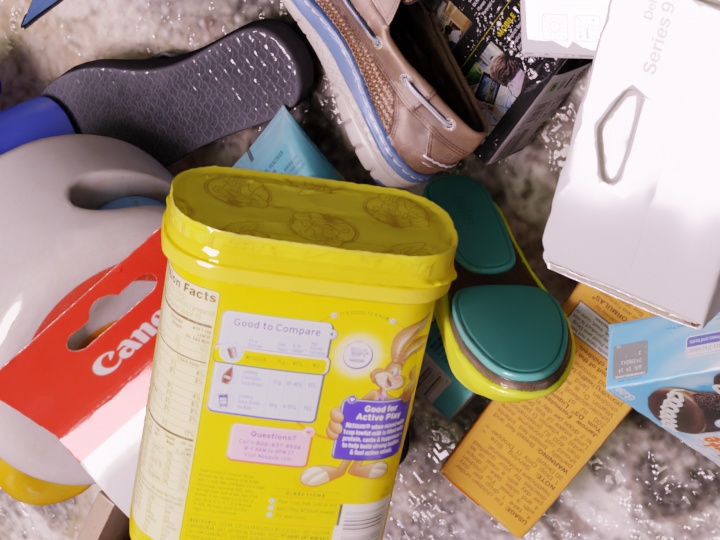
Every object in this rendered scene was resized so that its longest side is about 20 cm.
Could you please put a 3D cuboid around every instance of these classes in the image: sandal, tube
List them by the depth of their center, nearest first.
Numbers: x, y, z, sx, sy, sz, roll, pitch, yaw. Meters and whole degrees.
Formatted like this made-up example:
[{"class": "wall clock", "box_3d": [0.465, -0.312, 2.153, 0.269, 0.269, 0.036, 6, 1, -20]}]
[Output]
[{"class": "tube", "box_3d": [0.000, 0.000, 1.064, 0.200, 0.050, 0.077, 45, 110, 6]}, {"class": "sandal", "box_3d": [-0.111, -0.105, 1.117, 0.199, 0.043, 0.076, -9, 111, 30]}]

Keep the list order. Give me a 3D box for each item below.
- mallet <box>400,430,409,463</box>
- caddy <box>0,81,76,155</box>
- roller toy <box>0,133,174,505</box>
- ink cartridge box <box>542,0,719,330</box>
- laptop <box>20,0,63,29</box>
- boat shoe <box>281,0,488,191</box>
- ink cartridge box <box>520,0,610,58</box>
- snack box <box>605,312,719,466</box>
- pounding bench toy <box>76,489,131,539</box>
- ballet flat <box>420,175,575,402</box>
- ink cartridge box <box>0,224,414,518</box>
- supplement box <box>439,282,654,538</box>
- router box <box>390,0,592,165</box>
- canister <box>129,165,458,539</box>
[{"class": "mallet", "box_3d": [-0.015, 0.029, 1.105, 0.066, 0.041, 0.201, -2, 101, 30]}, {"class": "caddy", "box_3d": [-0.257, -0.042, 1.162, 0.141, 0.105, 0.200, 35, 139, 23]}, {"class": "roller toy", "box_3d": [-0.160, 0.027, 1.067, 0.140, 0.200, 0.183, 44, 167, 45]}, {"class": "ink cartridge box", "box_3d": [0.173, -0.079, 0.842, 0.087, 0.200, 0.146, 24, 118, 23]}, {"class": "laptop", "box_3d": [-0.147, -0.276, 1.028, 0.187, 0.116, 0.201, -28, 91, 36]}, {"class": "boat shoe", "box_3d": [0.008, -0.145, 0.947, 0.072, 0.072, 0.201, -21, 101, 33]}, {"class": "ink cartridge box", "box_3d": [0.109, -0.206, 0.823, 0.050, 0.109, 0.201, 5, 112, 25]}, {"class": "snack box", "box_3d": [0.219, 0.068, 0.884, 0.116, 0.200, 0.037, -14, 59, 35]}, {"class": "pounding bench toy", "box_3d": [-0.107, 0.235, 1.179, 0.156, 0.124, 0.200, 38, 123, 15]}, {"class": "ballet flat", "box_3d": [0.068, 0.024, 0.976, 0.067, 0.200, 0.067, -2, 124, -11]}, {"class": "ink cartridge box", "box_3d": [-0.084, 0.072, 1.013, 0.162, 0.200, 0.050, -40, 46, 7]}, {"class": "supplement box", "box_3d": [0.124, 0.054, 1.000, 0.069, 0.067, 0.200, 36, 122, 7]}, {"class": "router box", "box_3d": [0.079, -0.179, 0.957, 0.149, 0.051, 0.200, 46, 125, 13]}, {"class": "canister", "box_3d": [-0.041, 0.058, 0.952, 0.148, 0.087, 0.201, 7, 115, -10]}]
